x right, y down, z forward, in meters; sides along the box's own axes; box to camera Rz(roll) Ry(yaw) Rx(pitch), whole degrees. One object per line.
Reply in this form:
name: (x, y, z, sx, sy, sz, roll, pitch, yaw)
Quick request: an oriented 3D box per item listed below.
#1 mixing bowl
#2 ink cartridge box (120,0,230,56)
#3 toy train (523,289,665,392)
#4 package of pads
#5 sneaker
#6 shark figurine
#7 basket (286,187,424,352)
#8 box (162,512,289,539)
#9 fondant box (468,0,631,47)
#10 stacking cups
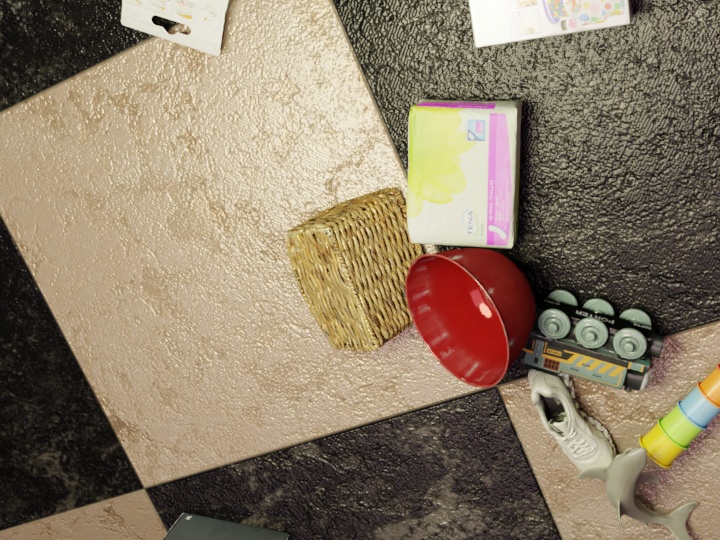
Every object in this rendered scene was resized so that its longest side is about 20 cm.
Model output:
mixing bowl: (0.165, 0.046, 1.438, 0.200, 0.108, 0.201, 37, 144, 34)
ink cartridge box: (-0.244, -0.420, 1.462, 0.161, 0.050, 0.201, 19, 123, 8)
toy train: (0.319, 0.102, 1.469, 0.199, 0.085, 0.115, 15, 121, 13)
package of pads: (0.139, -0.132, 1.438, 0.153, 0.068, 0.202, 4, 111, 15)
sneaker: (0.303, 0.230, 1.522, 0.075, 0.081, 0.201, -32, 100, 22)
shark figurine: (0.394, 0.344, 1.508, 0.128, 0.090, 0.215, -22, 127, 30)
basket: (0.000, 0.000, 1.533, 0.142, 0.149, 0.201, -5, 113, 53)
box: (-0.230, 0.538, 1.774, 0.198, 0.124, 0.198, 7, 110, 14)
fondant box: (0.234, -0.371, 1.325, 0.198, 0.058, 0.145, -5, 109, 19)
stacking cups: (0.480, 0.191, 1.471, 0.060, 0.061, 0.200, 39, 112, -1)
